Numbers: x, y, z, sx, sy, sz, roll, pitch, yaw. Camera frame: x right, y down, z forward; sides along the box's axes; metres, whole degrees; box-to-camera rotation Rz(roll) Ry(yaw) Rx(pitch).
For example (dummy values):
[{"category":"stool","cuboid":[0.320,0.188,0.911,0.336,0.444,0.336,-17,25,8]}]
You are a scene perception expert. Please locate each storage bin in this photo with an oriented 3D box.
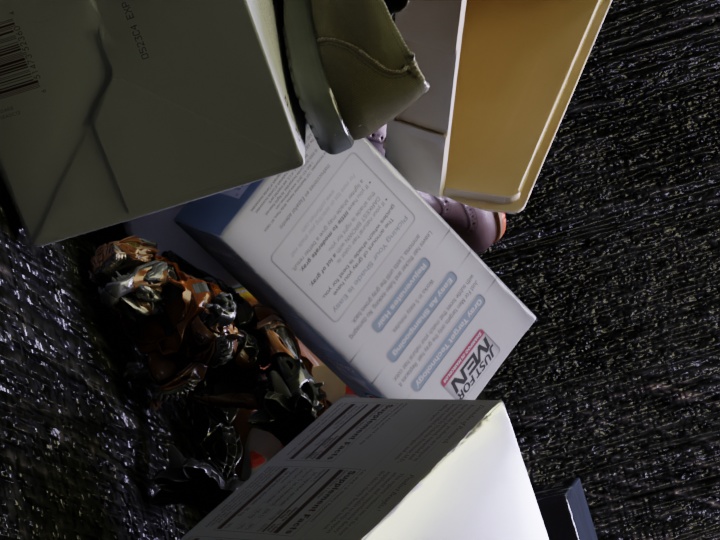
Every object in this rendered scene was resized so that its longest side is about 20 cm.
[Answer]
[{"category":"storage bin","cuboid":[0.084,-0.168,1.209,0.201,0.093,0.199,94,17,-55]}]

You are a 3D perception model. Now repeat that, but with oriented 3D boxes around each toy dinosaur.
[{"category":"toy dinosaur","cuboid":[-0.062,0.054,1.174,0.102,0.199,0.136,-57,-150,33]}]

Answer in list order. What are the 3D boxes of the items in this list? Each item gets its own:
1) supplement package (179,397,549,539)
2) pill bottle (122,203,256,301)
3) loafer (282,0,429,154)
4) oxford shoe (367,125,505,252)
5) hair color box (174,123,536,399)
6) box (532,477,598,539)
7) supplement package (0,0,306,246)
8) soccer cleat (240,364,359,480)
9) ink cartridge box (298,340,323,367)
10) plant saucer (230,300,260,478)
[{"category":"supplement package","cuboid":[-0.001,0.178,1.047,0.200,0.110,0.157,-39,117,-43]},{"category":"pill bottle","cuboid":[-0.072,-0.039,1.331,0.200,0.112,0.114,19,55,-81]},{"category":"loafer","cuboid":[-0.006,-0.151,1.083,0.075,0.069,0.201,62,15,-62]},{"category":"oxford shoe","cuboid":[0.023,-0.056,1.339,0.200,0.071,0.073,43,64,-43]},{"category":"hair color box","cuboid":[0.000,0.000,1.221,0.200,0.099,0.061,45,-14,-30]},{"category":"box","cuboid":[0.075,0.235,1.524,0.200,0.195,0.125,14,60,-82]},{"category":"supplement package","cuboid":[-0.121,-0.154,1.074,0.200,0.146,0.192,-91,164,-64]},{"category":"soccer cleat","cuboid":[-0.040,0.143,1.261,0.078,0.069,0.201,79,24,-47]},{"category":"ink cartridge box","cuboid":[-0.003,0.013,1.453,0.068,0.115,0.200,55,-5,-32]},{"category":"plant saucer","cuboid":[-0.059,0.118,1.389,0.200,0.037,0.202,-17,90,-82]}]
